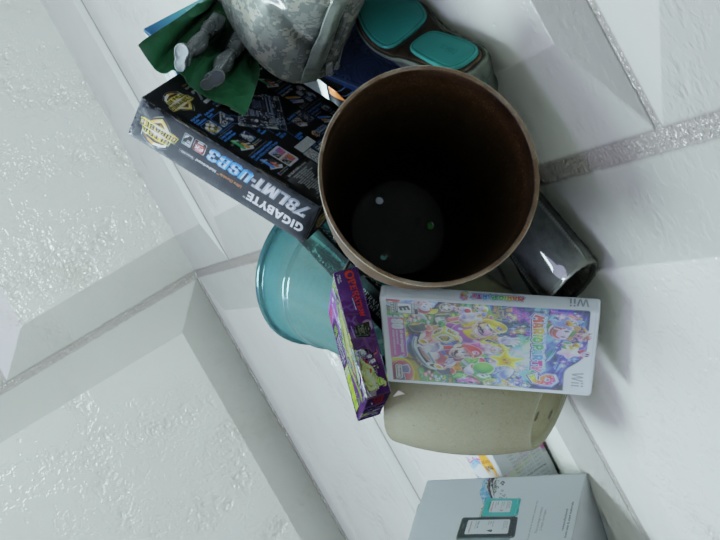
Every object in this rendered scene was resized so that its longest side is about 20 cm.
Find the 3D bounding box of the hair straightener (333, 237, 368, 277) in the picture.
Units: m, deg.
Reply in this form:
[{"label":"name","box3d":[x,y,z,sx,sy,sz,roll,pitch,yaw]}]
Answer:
[{"label":"hair straightener","box3d":[-0.017,-0.042,1.533,0.077,0.041,0.200,55,-167,-16]}]

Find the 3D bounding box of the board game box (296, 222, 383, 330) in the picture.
[{"label":"board game box","box3d":[0.000,0.000,1.616,0.200,0.028,0.135,47,-168,20]}]

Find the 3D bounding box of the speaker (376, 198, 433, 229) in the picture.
[{"label":"speaker","box3d":[0.033,-0.093,1.667,0.089,0.088,0.200,63,166,-17]}]

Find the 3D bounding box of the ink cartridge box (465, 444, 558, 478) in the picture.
[{"label":"ink cartridge box","box3d":[0.179,0.231,1.861,0.201,0.068,0.115,62,166,-13]}]

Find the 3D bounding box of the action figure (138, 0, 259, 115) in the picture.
[{"label":"action figure","box3d":[-0.122,-0.243,1.493,0.118,0.201,0.055,36,132,-8]}]

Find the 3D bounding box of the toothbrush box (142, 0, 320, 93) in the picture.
[{"label":"toothbrush box","box3d":[-0.107,-0.231,1.634,0.147,0.199,0.085,65,169,-28]}]

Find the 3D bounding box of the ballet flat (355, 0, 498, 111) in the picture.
[{"label":"ballet flat","box3d":[0.057,-0.198,1.403,0.200,0.067,0.064,44,167,49]}]

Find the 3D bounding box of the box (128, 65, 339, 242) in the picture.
[{"label":"box","box3d":[-0.091,-0.129,1.475,0.198,0.200,0.050,31,121,7]}]

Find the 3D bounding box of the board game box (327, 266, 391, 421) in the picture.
[{"label":"board game box","box3d":[-0.003,0.075,1.472,0.200,0.032,0.121,103,148,-79]}]

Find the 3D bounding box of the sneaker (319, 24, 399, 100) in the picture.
[{"label":"sneaker","box3d":[0.002,-0.186,1.516,0.199,0.070,0.078,34,158,9]}]

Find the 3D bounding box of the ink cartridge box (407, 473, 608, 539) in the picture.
[{"label":"ink cartridge box","box3d":[0.169,0.337,1.756,0.147,0.198,0.147,-67,-37,-48]}]

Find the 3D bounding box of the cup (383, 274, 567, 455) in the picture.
[{"label":"cup","box3d":[0.134,0.109,1.578,0.142,0.201,0.201,21,150,22]}]

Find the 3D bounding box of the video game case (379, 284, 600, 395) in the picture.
[{"label":"video game case","box3d":[0.120,0.067,1.433,0.144,0.198,0.018,84,-168,-53]}]

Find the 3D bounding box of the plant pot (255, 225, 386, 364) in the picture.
[{"label":"plant pot","box3d":[0.010,0.026,1.821,0.196,0.200,0.201,28,147,49]}]

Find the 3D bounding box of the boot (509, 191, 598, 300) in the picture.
[{"label":"boot","box3d":[0.136,-0.046,1.455,0.200,0.072,0.182,50,164,12]}]

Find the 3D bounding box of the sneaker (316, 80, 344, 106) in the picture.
[{"label":"sneaker","box3d":[0.000,-0.207,1.582,0.090,0.070,0.201,20,143,55]}]

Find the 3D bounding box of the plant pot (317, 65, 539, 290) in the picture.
[{"label":"plant pot","box3d":[0.047,-0.059,1.360,0.188,0.186,0.200,57,169,7]}]

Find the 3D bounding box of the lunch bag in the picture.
[{"label":"lunch bag","box3d":[-0.056,-0.282,1.389,0.200,0.138,0.169,123,131,-63]}]
